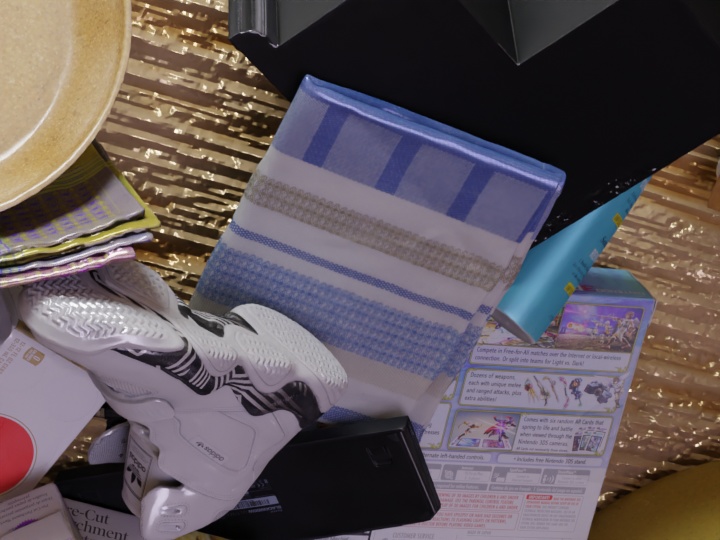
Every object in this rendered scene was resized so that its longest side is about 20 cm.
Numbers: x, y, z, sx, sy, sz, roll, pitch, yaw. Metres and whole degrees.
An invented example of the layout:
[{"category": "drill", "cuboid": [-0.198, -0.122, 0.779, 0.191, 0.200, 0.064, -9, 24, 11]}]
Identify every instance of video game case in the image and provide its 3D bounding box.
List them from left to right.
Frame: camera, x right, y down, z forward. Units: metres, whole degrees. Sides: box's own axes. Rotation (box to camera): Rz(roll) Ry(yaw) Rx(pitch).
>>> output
[{"category": "video game case", "cuboid": [0.047, 0.081, 1.302, 0.199, 0.045, 0.182, 5, 115, -21]}]

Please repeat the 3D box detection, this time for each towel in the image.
[{"category": "towel", "cuboid": [-0.200, -0.021, 1.074, 0.199, 0.144, 0.023, -11, 115, -13]}, {"category": "towel", "cuboid": [0.000, 0.000, 1.175, 0.146, 0.024, 0.200, 19, 128, -13]}]

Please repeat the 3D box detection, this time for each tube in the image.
[{"category": "tube", "cuboid": [0.133, -0.054, 1.232, 0.050, 0.077, 0.200, 39, 86, -1]}]

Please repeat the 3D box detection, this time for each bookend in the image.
[{"category": "bookend", "cuboid": [0.072, -0.126, 1.144, 0.198, 0.092, 0.200, -33, 124, 22]}]

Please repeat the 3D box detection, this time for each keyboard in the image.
[{"category": "keyboard", "cuboid": [-0.067, 0.101, 1.238, 0.199, 0.021, 0.127, -10, 131, 14]}]

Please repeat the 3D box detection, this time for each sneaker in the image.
[{"category": "sneaker", "cuboid": [-0.101, 0.066, 1.115, 0.200, 0.075, 0.115, 19, 113, -49]}]

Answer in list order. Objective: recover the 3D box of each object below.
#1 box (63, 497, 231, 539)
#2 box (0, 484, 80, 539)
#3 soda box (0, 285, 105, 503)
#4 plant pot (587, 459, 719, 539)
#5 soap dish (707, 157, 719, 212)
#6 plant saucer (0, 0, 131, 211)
[{"category": "box", "cuboid": [-0.097, 0.165, 1.260, 0.199, 0.042, 0.039, 16, 134, -8]}, {"category": "box", "cuboid": [-0.145, 0.185, 1.208, 0.041, 0.039, 0.200, -20, 140, -6]}, {"category": "soda box", "cuboid": [-0.214, 0.102, 1.181, 0.068, 0.064, 0.200, 33, 103, -31]}, {"category": "plant pot", "cuboid": [0.216, 0.229, 1.365, 0.200, 0.195, 0.194, -49, 122, -2]}, {"category": "soap dish", "cuboid": [0.311, -0.072, 1.300, 0.199, 0.081, 0.158, 16, 109, -27]}, {"category": "plant saucer", "cuboid": [-0.205, -0.113, 1.070, 0.199, 0.035, 0.201, 3, 76, -11]}]
